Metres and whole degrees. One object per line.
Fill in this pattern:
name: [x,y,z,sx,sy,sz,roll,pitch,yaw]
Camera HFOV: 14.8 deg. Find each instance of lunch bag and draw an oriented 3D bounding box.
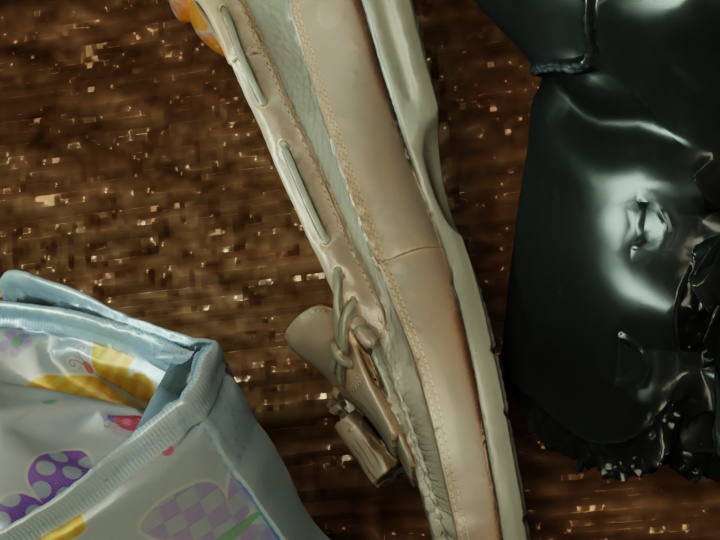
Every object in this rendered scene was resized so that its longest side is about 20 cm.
lunch bag: [-0.097,0.096,0.774,0.200,0.170,0.127,-12,41,21]

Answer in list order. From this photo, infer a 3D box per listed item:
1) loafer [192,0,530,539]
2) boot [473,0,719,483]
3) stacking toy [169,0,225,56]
loafer: [0.000,0.000,0.805,0.063,0.072,0.200,-12,78,-5]
boot: [0.064,-0.041,0.786,0.198,0.073,0.163,33,125,55]
stacking toy: [-0.084,-0.142,0.828,0.110,0.116,0.200,-37,107,7]
